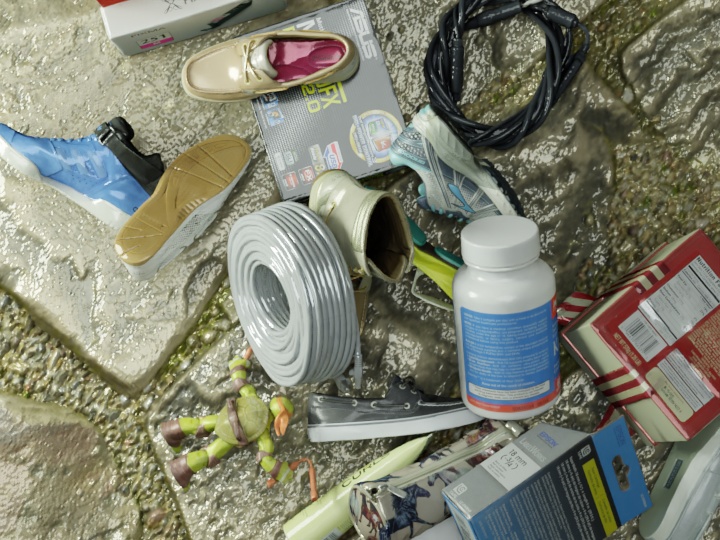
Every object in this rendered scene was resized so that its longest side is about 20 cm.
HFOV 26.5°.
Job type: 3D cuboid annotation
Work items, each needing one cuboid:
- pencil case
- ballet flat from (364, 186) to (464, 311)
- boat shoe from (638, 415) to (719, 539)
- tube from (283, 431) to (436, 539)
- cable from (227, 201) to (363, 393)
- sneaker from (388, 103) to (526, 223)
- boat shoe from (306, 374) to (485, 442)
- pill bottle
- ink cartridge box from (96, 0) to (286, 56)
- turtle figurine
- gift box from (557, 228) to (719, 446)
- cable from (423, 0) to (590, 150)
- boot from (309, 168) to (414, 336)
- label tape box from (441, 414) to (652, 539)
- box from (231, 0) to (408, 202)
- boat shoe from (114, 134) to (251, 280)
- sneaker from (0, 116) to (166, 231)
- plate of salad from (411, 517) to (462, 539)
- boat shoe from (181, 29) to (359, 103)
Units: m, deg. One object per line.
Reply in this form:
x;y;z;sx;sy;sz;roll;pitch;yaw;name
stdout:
0.087;0.227;1.642;0.200;0.090;0.078;-24;61;-20;pencil case
0.064;-0.011;1.708;0.200;0.067;0.067;37;104;2;ballet flat
0.383;0.222;1.687;0.071;0.070;0.201;31;87;-16;boat shoe
0.005;0.241;1.694;0.200;0.058;0.052;-39;125;4;tube
-0.076;0.027;1.645;0.069;0.200;0.200;-17;117;-29;cable
0.110;-0.090;1.697;0.086;0.078;0.200;-38;107;16;sneaker
0.037;0.149;1.700;0.199;0.070;0.066;-6;88;9;boat shoe
0.155;0.049;1.631;0.112;0.112;0.200;-6;116;2;pill bottle
-0.186;-0.299;1.674;0.199;0.174;0.044;-16;86;1;ink cartridge box
-0.134;0.182;1.683;0.161;0.064;0.200;-24;68;7;turtle figurine
0.315;0.078;1.629;0.200;0.187;0.185;-35;86;-6;gift box
0.152;-0.231;1.721;0.163;0.051;0.200;36;89;3;cable
0.000;0.000;1.646;0.072;0.155;0.201;-7;106;-25;boot
0.201;0.243;1.628;0.200;0.063;0.144;-32;125;-14;label tape box
-0.041;-0.191;1.728;0.160;0.044;0.201;-18;87;1;box
-0.197;-0.070;1.719;0.071;0.069;0.200;35;68;22;boat shoe
-0.314;-0.137;1.716;0.200;0.077;0.111;32;94;-1;sneaker
0.103;0.329;1.688;0.199;0.048;0.201;2;79;-8;plate of salad
-0.101;-0.231;1.676;0.199;0.069;0.074;-11;86;1;boat shoe
